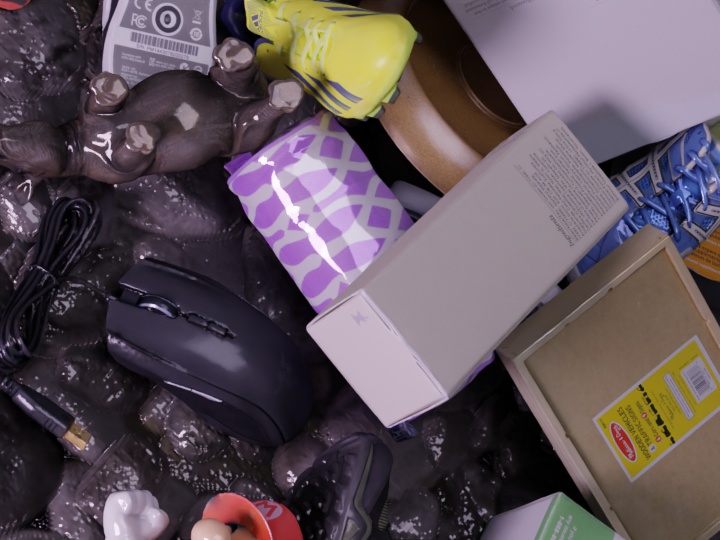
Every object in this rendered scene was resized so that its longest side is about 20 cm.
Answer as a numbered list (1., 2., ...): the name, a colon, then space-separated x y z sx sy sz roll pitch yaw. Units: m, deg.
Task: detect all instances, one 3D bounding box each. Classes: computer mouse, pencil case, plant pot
1. computer mouse: -0.121 -0.184 1.308 0.110 0.044 0.200 12 85 -25
2. computer mouse: -0.116 0.053 1.238 0.200 0.046 0.140 38 56 -14
3. pencil case: 0.000 0.000 1.304 0.084 0.085 0.200 -32 91 -28
4. plant pot: 0.081 -0.114 1.392 0.200 0.027 0.200 26 43 -27

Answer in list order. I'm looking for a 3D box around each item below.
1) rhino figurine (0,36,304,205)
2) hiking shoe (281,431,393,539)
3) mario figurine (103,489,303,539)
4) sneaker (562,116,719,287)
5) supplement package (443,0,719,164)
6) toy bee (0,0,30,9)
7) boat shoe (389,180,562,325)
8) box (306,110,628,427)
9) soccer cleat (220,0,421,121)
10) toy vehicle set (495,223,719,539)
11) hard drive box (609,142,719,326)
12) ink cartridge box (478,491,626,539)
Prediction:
1. rhino figurine: -0.135 -0.081 1.239 0.200 0.087 0.060 -15 82 -11
2. hiking shoe: -0.001 0.196 1.244 0.101 0.076 0.200 21 71 -31
3. mario figurine: -0.111 0.180 1.157 0.200 0.106 0.123 -36 89 -33
4. sneaker: 0.198 -0.052 1.358 0.076 0.077 0.200 42 65 4
5. supplement package: 0.151 -0.198 1.349 0.200 0.152 0.151 54 32 -25
6. toy bee: -0.263 -0.207 1.213 0.200 0.109 0.131 -3 75 -31
7. boat shoe: 0.084 0.025 1.357 0.200 0.072 0.068 40 82 -5
8. box: 0.065 -0.003 1.251 0.082 0.068 0.200 52 53 -4
9. soccer cleat: -0.029 -0.136 1.280 0.084 0.200 0.065 28 89 -24
10. toy vehicle set: 0.179 0.086 1.336 0.124 0.027 0.200 -37 118 -9
11. hard drive box: 0.254 -0.059 1.483 0.156 0.077 0.200 22 62 -23
12. ink cartridge box: 0.148 0.252 1.295 0.200 0.087 0.145 38 56 -15
